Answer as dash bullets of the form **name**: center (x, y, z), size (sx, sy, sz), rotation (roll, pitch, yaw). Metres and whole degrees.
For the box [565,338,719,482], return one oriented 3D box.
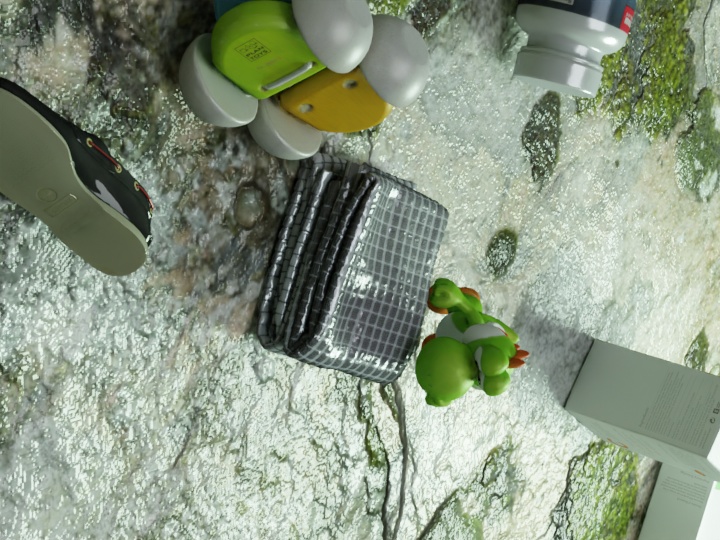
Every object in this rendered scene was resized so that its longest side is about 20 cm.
- **box**: center (0.366, 0.170, 1.965), size (0.124, 0.200, 0.098), rotation (38, 74, -49)

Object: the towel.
- **towel**: center (0.000, 0.000, 1.572), size (0.165, 0.085, 0.201), rotation (18, 89, -51)

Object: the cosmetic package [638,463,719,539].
- **cosmetic package**: center (0.439, 0.325, 2.195), size (0.107, 0.085, 0.201), rotation (16, 89, -53)

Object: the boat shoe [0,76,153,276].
- **boat shoe**: center (-0.236, -0.080, 1.293), size (0.201, 0.073, 0.063), rotation (49, 30, -35)

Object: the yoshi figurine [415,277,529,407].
- **yoshi figurine**: center (0.090, 0.076, 1.641), size (0.112, 0.200, 0.112), rotation (-44, 105, 3)

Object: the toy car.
- **toy car**: center (-0.051, -0.199, 1.409), size (0.200, 0.175, 0.151), rotation (23, 51, -50)

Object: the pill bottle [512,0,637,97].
- **pill bottle**: center (0.227, -0.286, 1.708), size (0.119, 0.119, 0.201), rotation (12, 95, -50)
